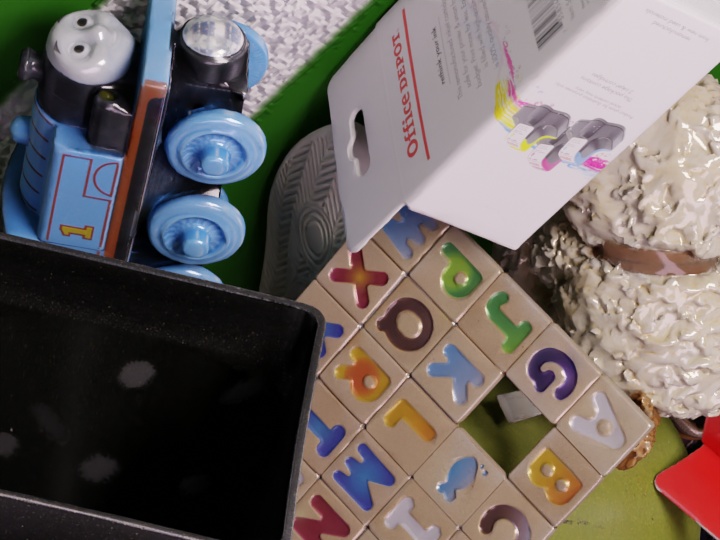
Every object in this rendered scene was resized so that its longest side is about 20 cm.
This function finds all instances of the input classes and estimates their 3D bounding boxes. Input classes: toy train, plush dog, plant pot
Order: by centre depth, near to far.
[{"bbox_3d":[-0.136,0.117,1.128,0.200,0.200,0.178,12,120,-2],"label":"plant pot"},{"bbox_3d":[-0.109,-0.046,1.185,0.114,0.087,0.200,7,139,-10],"label":"toy train"},{"bbox_3d":[0.139,-0.017,1.194,0.200,0.161,0.172,8,122,21],"label":"plush dog"},{"bbox_3d":[0.053,0.127,1.286,0.187,0.187,0.200,-27,165,21],"label":"plant pot"}]

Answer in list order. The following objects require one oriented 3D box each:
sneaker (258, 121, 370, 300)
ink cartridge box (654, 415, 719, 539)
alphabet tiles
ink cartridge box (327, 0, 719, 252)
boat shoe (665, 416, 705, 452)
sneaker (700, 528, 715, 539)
[{"bbox_3d":[0.000,0.000,1.279,0.084,0.075,0.200,-11,142,-25],"label":"sneaker"},{"bbox_3d":[0.259,0.073,1.295,0.200,0.116,0.067,-31,145,-29],"label":"ink cartridge box"},{"bbox_3d":[0.013,0.084,1.188,0.200,0.167,0.008,-49,163,15],"label":"alphabet tiles"},{"bbox_3d":[0.072,-0.094,1.132,0.068,0.115,0.200,21,134,-30],"label":"ink cartridge box"},{"bbox_3d":[0.173,0.061,1.373,0.072,0.072,0.200,3,140,-13],"label":"boat shoe"},{"bbox_3d":[0.174,0.202,1.449,0.078,0.066,0.200,17,104,-51],"label":"sneaker"}]
